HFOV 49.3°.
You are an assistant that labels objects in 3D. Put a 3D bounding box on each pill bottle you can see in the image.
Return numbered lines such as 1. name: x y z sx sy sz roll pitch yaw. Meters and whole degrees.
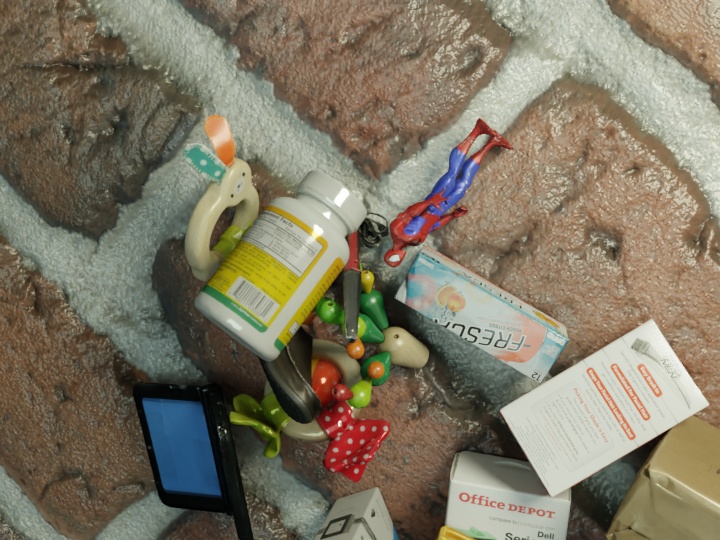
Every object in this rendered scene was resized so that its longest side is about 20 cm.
1. pill bottle: -0.083 -0.009 0.874 0.113 0.113 0.200 35 78 5

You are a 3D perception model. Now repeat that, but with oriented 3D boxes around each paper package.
1. paper package: 0.382 0.260 0.819 0.190 0.200 0.104 30 111 24

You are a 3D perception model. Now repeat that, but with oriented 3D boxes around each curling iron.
1. curling iron: 0.000 0.000 0.897 0.049 0.201 0.026 3 135 7

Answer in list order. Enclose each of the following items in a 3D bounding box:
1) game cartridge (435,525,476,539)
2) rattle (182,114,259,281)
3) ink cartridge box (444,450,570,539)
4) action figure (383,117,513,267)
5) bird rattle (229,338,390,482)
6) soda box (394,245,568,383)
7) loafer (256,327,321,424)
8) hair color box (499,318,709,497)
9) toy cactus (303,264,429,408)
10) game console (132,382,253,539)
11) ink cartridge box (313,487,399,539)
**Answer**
1. game cartridge: 0.140 0.425 0.932 0.175 0.032 0.201 23 109 9
2. rattle: -0.129 -0.062 0.915 0.143 0.130 0.201 39 131 29
3. ink cartridge box: 0.174 0.341 0.964 0.144 0.084 0.201 7 102 13
4. action figure: 0.094 -0.081 0.918 0.200 0.065 0.052 -48 57 16
5. bird rattle: -0.057 0.164 0.971 0.199 0.113 0.164 3 70 23
6. soda box: 0.143 0.050 0.926 0.199 0.068 0.064 30 105 5
7. loafer: -0.088 0.096 0.944 0.071 0.200 0.073 -24 137 -12
8. hair color box: 0.270 0.155 0.886 0.199 0.064 0.111 -31 76 3
9. toy cactus: 0.009 0.085 0.933 0.165 0.201 0.102 27 124 -34
10. game console: -0.216 0.257 1.011 0.116 0.176 0.201 -13 112 -12
11. ink cartridge box: -0.006 0.366 0.951 0.066 0.200 0.116 -20 95 16
